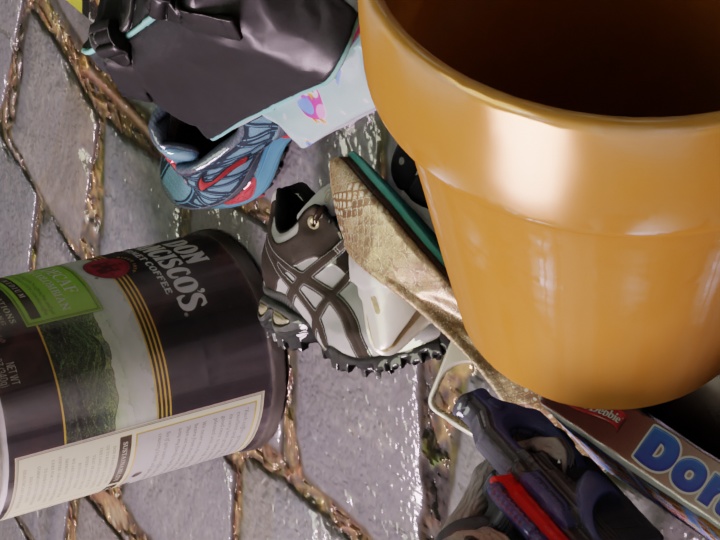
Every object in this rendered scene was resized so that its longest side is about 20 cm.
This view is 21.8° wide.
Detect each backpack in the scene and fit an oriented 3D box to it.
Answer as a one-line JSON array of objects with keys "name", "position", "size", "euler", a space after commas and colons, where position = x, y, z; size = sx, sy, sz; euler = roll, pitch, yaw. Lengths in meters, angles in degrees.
[{"name": "backpack", "position": [-0.020, -0.167, 0.881], "size": [0.176, 0.152, 0.202], "euler": [-23, 45, 63]}]

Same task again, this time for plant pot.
[{"name": "plant pot", "position": [0.100, -0.053, 0.731], "size": [0.200, 0.199, 0.184], "euler": [48, 154, 38]}]

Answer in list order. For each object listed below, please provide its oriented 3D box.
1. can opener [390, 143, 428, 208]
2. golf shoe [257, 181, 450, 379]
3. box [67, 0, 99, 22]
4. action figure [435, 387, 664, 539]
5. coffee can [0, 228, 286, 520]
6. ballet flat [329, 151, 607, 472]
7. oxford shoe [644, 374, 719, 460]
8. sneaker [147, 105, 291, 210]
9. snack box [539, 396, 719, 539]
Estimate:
[{"name": "can opener", "position": [0.074, -0.105, 0.852], "size": [0.063, 0.078, 0.201], "euler": [48, 128, 29]}, {"name": "golf shoe", "position": [0.000, 0.000, 0.997], "size": [0.199, 0.077, 0.096], "euler": [12, 111, 55]}, {"name": "box", "position": [-0.181, -0.221, 1.226], "size": [0.200, 0.050, 0.076], "euler": [42, 134, 44]}, {"name": "action figure", "position": [0.103, 0.150, 0.776], "size": [0.105, 0.193, 0.200], "euler": [-55, 43, 15]}, {"name": "coffee can", "position": [-0.167, 0.065, 1.168], "size": [0.146, 0.199, 0.148], "euler": [27, 124, 50]}, {"name": "ballet flat", "position": [0.043, 0.030, 0.886], "size": [0.200, 0.070, 0.065], "euler": [44, 95, 13]}, {"name": "oxford shoe", "position": [0.122, 0.037, 0.818], "size": [0.200, 0.072, 0.072], "euler": [42, 134, 43]}, {"name": "sneaker", "position": [-0.088, -0.090, 1.084], "size": [0.200, 0.095, 0.080], "euler": [-39, 68, 56]}, {"name": "snack box", "position": [0.161, 0.107, 0.763], "size": [0.199, 0.024, 0.072], "euler": [34, 174, 37]}]
